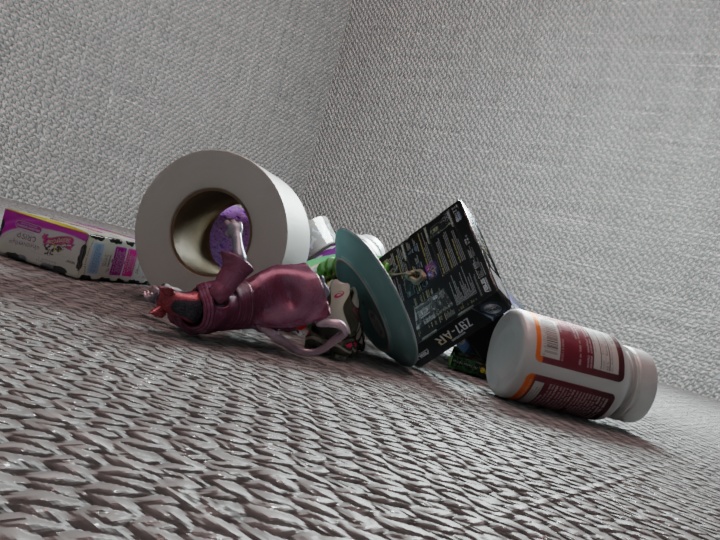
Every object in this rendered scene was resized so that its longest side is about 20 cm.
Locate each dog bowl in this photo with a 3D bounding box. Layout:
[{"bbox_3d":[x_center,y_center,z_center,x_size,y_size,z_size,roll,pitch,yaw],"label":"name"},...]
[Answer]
[{"bbox_3d":[-0.124,-0.019,1.430,0.059,0.200,0.200,48,6,9],"label":"dog bowl"}]

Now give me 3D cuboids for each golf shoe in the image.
[{"bbox_3d":[-0.023,0.060,0.915,0.075,0.090,0.200,13,-1,0],"label":"golf shoe"}]

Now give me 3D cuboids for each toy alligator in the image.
[{"bbox_3d":[0.000,0.000,1.035,0.197,0.060,0.055,-7,-48,34],"label":"toy alligator"}]

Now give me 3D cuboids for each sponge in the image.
[{"bbox_3d":[-0.202,-0.024,1.088,0.109,0.030,0.202,16,-38,7],"label":"sponge"}]

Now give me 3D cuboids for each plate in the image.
[{"bbox_3d":[0.010,0.040,0.925,0.025,0.203,0.200,-27,15,-16],"label":"plate"}]

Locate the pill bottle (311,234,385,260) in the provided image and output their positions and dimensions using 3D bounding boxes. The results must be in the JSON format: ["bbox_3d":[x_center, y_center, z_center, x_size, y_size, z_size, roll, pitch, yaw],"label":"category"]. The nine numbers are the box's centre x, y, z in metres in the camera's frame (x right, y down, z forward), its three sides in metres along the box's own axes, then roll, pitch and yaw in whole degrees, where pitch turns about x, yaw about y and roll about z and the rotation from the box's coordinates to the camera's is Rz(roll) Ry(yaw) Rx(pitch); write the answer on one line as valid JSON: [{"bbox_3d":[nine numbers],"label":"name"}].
[{"bbox_3d":[-0.030,0.003,1.364,0.110,0.115,0.200,15,30,24],"label":"pill bottle"}]

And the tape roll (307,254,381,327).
[{"bbox_3d":[-0.025,0.030,1.156,0.195,0.049,0.201,-4,22,1],"label":"tape roll"}]

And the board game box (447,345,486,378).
[{"bbox_3d":[0.196,0.153,1.162,0.103,0.024,0.200,15,0,10],"label":"board game box"}]

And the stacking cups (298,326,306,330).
[{"bbox_3d":[-0.112,0.023,1.057,0.059,0.062,0.201,15,21,-17],"label":"stacking cups"}]

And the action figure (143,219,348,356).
[{"bbox_3d":[-0.133,0.042,0.734,0.198,0.134,0.151,-6,60,-53],"label":"action figure"}]

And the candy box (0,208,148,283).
[{"bbox_3d":[-0.386,-0.031,1.002,0.134,0.062,0.200,16,1,13],"label":"candy box"}]

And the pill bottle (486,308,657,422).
[{"bbox_3d":[0.274,0.128,0.924,0.196,0.117,0.114,16,0,-12],"label":"pill bottle"}]

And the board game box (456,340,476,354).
[{"bbox_3d":[0.184,0.084,1.251,0.152,0.037,0.199,51,17,28],"label":"board game box"}]

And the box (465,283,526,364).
[{"bbox_3d":[0.197,0.057,1.152,0.140,0.079,0.201,19,28,-54],"label":"box"}]

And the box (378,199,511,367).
[{"bbox_3d":[0.112,0.015,1.007,0.043,0.159,0.202,40,23,-35],"label":"box"}]

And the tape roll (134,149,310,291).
[{"bbox_3d":[-0.174,-0.044,0.931,0.198,0.207,0.139,15,1,7],"label":"tape roll"}]
